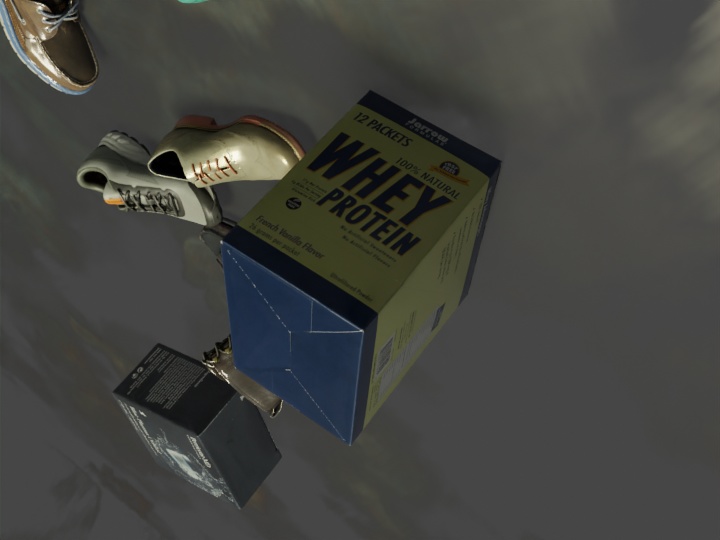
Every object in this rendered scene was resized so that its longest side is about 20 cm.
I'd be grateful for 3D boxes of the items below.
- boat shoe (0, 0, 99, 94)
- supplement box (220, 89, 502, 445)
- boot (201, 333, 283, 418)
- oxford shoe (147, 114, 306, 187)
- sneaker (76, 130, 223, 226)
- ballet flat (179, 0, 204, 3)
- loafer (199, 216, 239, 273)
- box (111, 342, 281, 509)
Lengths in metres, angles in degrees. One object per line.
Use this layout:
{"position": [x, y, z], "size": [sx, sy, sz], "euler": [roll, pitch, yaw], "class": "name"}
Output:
{"position": [-0.325, -0.268, 0.984], "size": [0.072, 0.072, 0.200], "euler": [1, 132, 47], "class": "boat shoe"}
{"position": [0.000, 0.000, 0.830], "size": [0.134, 0.200, 0.200], "euler": [31, 149, 16], "class": "supplement box"}
{"position": [-0.100, 0.052, 1.044], "size": [0.200, 0.174, 0.069], "euler": [51, -170, -20], "class": "boot"}
{"position": [-0.133, -0.107, 0.970], "size": [0.199, 0.074, 0.071], "euler": [8, 137, 44], "class": "oxford shoe"}
{"position": [-0.239, -0.090, 1.114], "size": [0.200, 0.079, 0.074], "euler": [23, 144, 26], "class": "sneaker"}
{"position": [-0.169, -0.299, 0.764], "size": [0.067, 0.070, 0.200], "euler": [2, 132, 48], "class": "ballet flat"}
{"position": [-0.112, 0.015, 1.118], "size": [0.200, 0.063, 0.072], "euler": [38, 151, 6], "class": "loafer"}
{"position": [-0.255, 0.244, 1.534], "size": [0.199, 0.118, 0.197], "euler": [17, 143, 34], "class": "box"}
